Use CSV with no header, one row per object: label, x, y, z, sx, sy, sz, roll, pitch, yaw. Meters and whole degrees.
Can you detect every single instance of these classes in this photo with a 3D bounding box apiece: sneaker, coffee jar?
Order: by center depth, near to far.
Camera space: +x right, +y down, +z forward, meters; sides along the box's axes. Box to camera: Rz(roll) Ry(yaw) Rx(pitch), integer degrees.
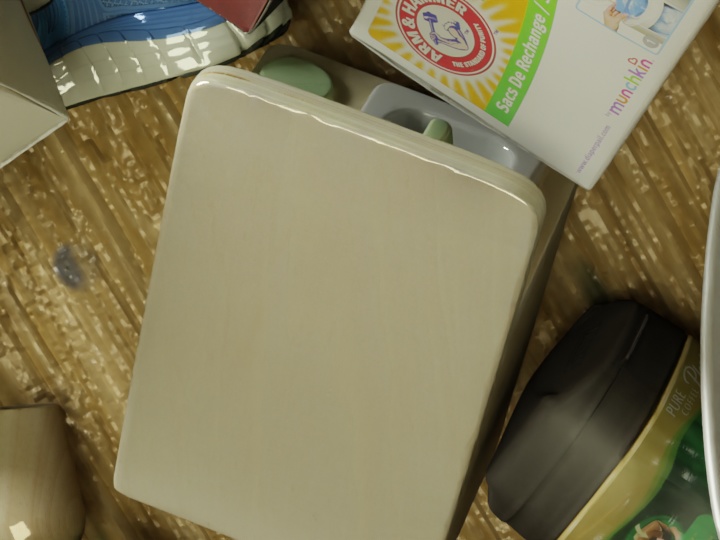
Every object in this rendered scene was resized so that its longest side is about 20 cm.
coffee jar,0.143,0.100,1.040,0.199,0.104,0.085,37,119,0
sneaker,-0.127,-0.103,1.063,0.199,0.079,0.090,-15,97,15

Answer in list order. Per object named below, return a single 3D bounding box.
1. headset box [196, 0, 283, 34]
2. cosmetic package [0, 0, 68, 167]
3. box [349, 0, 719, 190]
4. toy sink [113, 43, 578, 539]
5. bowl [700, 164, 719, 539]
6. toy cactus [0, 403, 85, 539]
headset box,-0.066,-0.173,0.964,0.199,0.149,0.077,33,118,1
cosmetic package,-0.191,-0.119,1.007,0.103,0.073,0.201,-31,66,19
box,0.088,-0.138,0.911,0.101,0.113,0.200,33,146,2
toy sink,0.000,0.000,1.023,0.130,0.112,0.201,20,130,8
bowl,0.220,0.029,0.960,0.198,0.201,0.075,-6,151,19
toy cactus,-0.126,0.138,1.156,0.199,0.102,0.166,-3,90,29
